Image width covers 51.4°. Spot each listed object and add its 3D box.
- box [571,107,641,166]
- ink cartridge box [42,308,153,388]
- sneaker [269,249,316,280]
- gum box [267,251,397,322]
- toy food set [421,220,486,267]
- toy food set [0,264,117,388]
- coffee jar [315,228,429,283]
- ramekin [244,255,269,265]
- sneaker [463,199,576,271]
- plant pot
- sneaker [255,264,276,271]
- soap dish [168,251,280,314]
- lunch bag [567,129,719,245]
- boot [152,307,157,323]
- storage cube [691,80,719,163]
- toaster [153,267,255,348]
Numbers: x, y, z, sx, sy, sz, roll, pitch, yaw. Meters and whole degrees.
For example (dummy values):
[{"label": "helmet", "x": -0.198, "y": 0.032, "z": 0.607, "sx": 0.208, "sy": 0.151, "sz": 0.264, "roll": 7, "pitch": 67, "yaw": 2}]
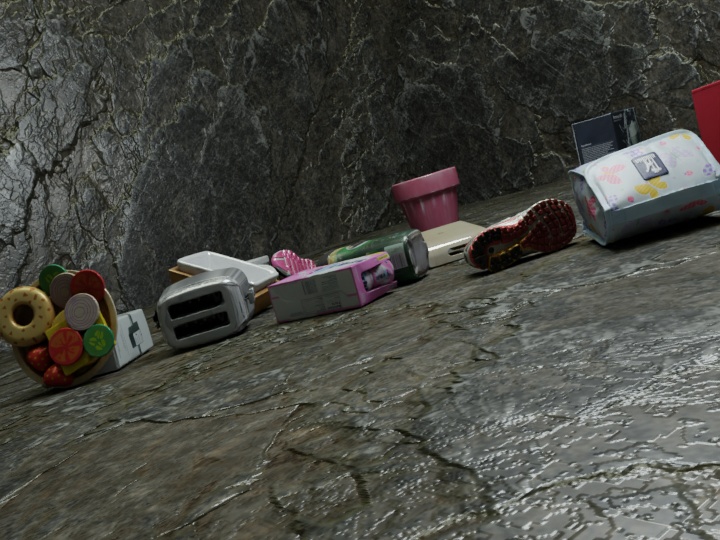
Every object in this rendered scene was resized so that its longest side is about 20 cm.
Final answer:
[{"label": "box", "x": 0.698, "y": -0.334, "z": 2.087, "sx": 0.122, "sy": 0.202, "sz": 0.198, "roll": -12, "pitch": 7, "yaw": 41}, {"label": "ink cartridge box", "x": -0.485, "y": 0.139, "z": 1.378, "sx": 0.143, "sy": 0.085, "sz": 0.200, "roll": -15, "pitch": 4, "yaw": 2}, {"label": "sneaker", "x": -0.179, "y": 0.006, "z": 1.846, "sx": 0.086, "sy": 0.075, "sz": 0.199, "roll": -23, "pitch": -15, "yaw": 18}, {"label": "gum box", "x": -0.045, "y": 0.027, "z": 1.255, "sx": 0.196, "sy": 0.068, "sz": 0.113, "roll": -13, "pitch": 7, "yaw": 36}, {"label": "toy food set", "x": 0.169, "y": -0.047, "z": 1.516, "sx": 0.140, "sy": 0.062, "sz": 0.200, "roll": -16, "pitch": 13, "yaw": -11}, {"label": "toy food set", "x": -0.500, "y": 0.092, "z": 1.254, "sx": 0.195, "sy": 0.203, "sz": 0.049, "roll": -32, "pitch": -10, "yaw": -1}, {"label": "coffee jar", "x": 0.020, "y": -0.010, "z": 1.348, "sx": 0.196, "sy": 0.088, "sz": 0.104, "roll": -13, "pitch": 7, "yaw": 26}, {"label": "ramekin", "x": -0.333, "y": 0.033, "z": 2.035, "sx": 0.197, "sy": 0.097, "sz": 0.202, "roll": -17, "pitch": 5, "yaw": 1}, {"label": "sneaker", "x": 0.246, "y": -0.057, "z": 1.166, "sx": 0.195, "sy": 0.080, "sz": 0.082, "roll": -17, "pitch": 4, "yaw": -13}, {"label": "plant pot", "x": 0.202, "y": -0.183, "z": 2.154, "sx": 0.195, "sy": 0.184, "sz": 0.200, "roll": -15, "pitch": 5, "yaw": 1}, {"label": "sneaker", "x": -0.302, "y": 0.033, "z": 1.759, "sx": 0.195, "sy": 0.075, "sz": 0.116, "roll": 8, "pitch": -32, "yaw": -16}, {"label": "soap dish", "x": -0.278, "y": 0.029, "z": 1.552, "sx": 0.195, "sy": 0.083, "sz": 0.157, "roll": 17, "pitch": 13, "yaw": 12}, {"label": "lunch bag", "x": 0.398, "y": -0.116, "z": 1.050, "sx": 0.165, "sy": 0.130, "sz": 0.200, "roll": -17, "pitch": 11, "yaw": 9}, {"label": "boot", "x": -0.448, "y": 0.095, "z": 1.881, "sx": 0.196, "sy": 0.075, "sz": 0.161, "roll": -11, "pitch": 10, "yaw": 46}, {"label": "storage cube", "x": 0.727, "y": -0.271, "z": 1.351, "sx": 0.167, "sy": 0.185, "sz": 0.200, "roll": -15, "pitch": 4, "yaw": 6}, {"label": "toaster", "x": -0.281, "y": 0.069, "z": 1.321, "sx": 0.195, "sy": 0.117, "sz": 0.129, "roll": -15, "pitch": 7, "yaw": -6}]
